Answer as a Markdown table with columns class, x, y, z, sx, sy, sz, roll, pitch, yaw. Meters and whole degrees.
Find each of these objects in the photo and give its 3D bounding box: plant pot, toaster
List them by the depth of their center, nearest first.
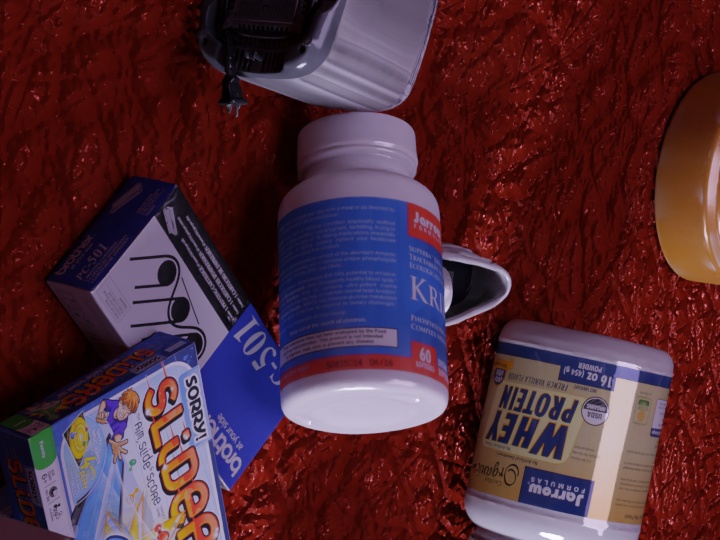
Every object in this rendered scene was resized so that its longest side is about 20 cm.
| class | x | y | z | sx | sy | sz | roll | pitch | yaw |
| --- | --- | --- | --- | --- | --- | --- | --- | --- | --- |
| toaster | -0.021 | -0.183 | 1.190 | 0.129 | 0.114 | 0.200 | 18 | 81 | -55 |
| plant pot | 0.401 | -0.075 | 1.700 | 0.200 | 0.183 | 0.200 | -17 | 112 | -49 |

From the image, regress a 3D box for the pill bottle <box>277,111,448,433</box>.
| class | x | y | z | sx | sy | sz | roll | pitch | yaw |
| --- | --- | --- | --- | --- | --- | --- | --- | --- | --- |
| pill bottle | 0.000 | 0.000 | 1.229 | 0.112 | 0.112 | 0.200 | 26 | 56 | -52 |

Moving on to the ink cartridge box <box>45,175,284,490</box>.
| class | x | y | z | sx | sy | sz | roll | pitch | yaw |
| --- | --- | --- | --- | --- | --- | --- | --- | --- | --- |
| ink cartridge box | -0.114 | 0.042 | 1.180 | 0.094 | 0.044 | 0.200 | -54 | 136 | -27 |

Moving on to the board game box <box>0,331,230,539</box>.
| class | x | y | z | sx | sy | sz | roll | pitch | yaw |
| --- | --- | --- | --- | --- | --- | --- | --- | --- | --- |
| board game box | -0.142 | 0.155 | 1.116 | 0.135 | 0.034 | 0.200 | -32 | 123 | -41 |

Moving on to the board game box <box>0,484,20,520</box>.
| class | x | y | z | sx | sy | sz | roll | pitch | yaw |
| --- | --- | --- | --- | --- | --- | --- | --- | --- | --- |
| board game box | -0.177 | 0.213 | 1.147 | 0.151 | 0.037 | 0.200 | -35 | 124 | -42 |

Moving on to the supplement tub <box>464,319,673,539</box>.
| class | x | y | z | sx | sy | sz | roll | pitch | yaw |
| --- | --- | --- | --- | --- | --- | --- | --- | --- | --- |
| supplement tub | 0.165 | 0.149 | 1.483 | 0.144 | 0.144 | 0.200 | 15 | 86 | -53 |

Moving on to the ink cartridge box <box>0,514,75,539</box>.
| class | x | y | z | sx | sy | sz | roll | pitch | yaw |
| --- | --- | --- | --- | --- | --- | --- | --- | --- | --- |
| ink cartridge box | -0.211 | 0.234 | 1.018 | 0.083 | 0.146 | 0.200 | -35 | 125 | -44 |

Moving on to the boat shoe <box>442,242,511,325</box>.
| class | x | y | z | sx | sy | sz | roll | pitch | yaw |
| --- | --- | --- | --- | --- | --- | --- | --- | --- | --- |
| boat shoe | 0.038 | 0.010 | 1.350 | 0.200 | 0.065 | 0.074 | -14 | 110 | -50 |
